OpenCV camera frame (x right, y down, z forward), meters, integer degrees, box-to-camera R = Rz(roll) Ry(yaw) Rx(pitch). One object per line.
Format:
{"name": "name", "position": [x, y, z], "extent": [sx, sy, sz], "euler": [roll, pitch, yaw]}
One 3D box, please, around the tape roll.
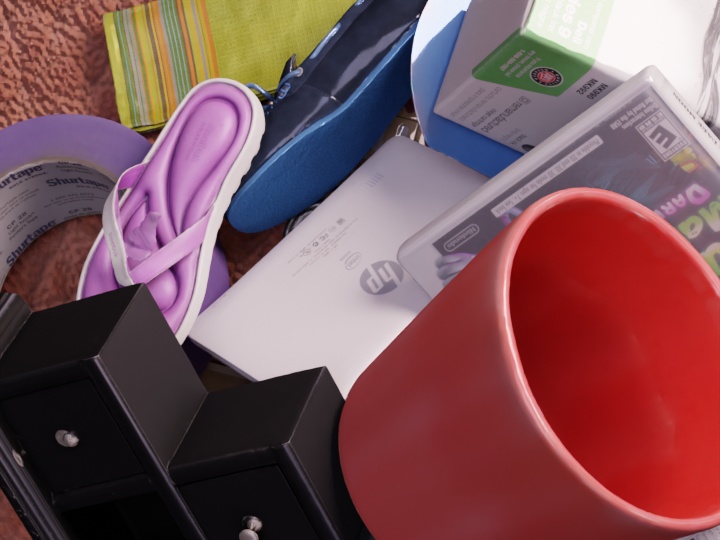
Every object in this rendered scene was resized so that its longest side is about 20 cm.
{"name": "tape roll", "position": [-0.190, 0.007, 1.358], "extent": [0.199, 0.085, 0.201], "euler": [-6, 65, 12]}

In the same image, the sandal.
{"name": "sandal", "position": [-0.125, -0.032, 1.282], "extent": [0.082, 0.050, 0.204], "euler": [14, 73, 22]}

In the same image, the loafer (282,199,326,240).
{"name": "loafer", "position": [0.042, -0.006, 1.343], "extent": [0.199, 0.070, 0.068], "euler": [15, 87, 14]}

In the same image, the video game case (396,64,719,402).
{"name": "video game case", "position": [0.149, 0.005, 1.213], "extent": [0.200, 0.023, 0.182], "euler": [-36, 103, 31]}

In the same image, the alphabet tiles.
{"name": "alphabet tiles", "position": [-0.017, -0.131, 1.400], "extent": [0.199, 0.008, 0.168], "euler": [17, 89, 14]}

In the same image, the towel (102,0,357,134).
{"name": "towel", "position": [-0.073, -0.156, 1.403], "extent": [0.199, 0.018, 0.087], "euler": [-15, 83, 11]}

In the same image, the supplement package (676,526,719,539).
{"name": "supplement package", "position": [0.194, 0.195, 1.230], "extent": [0.200, 0.152, 0.151], "euler": [-37, 101, 7]}

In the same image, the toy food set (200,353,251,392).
{"name": "toy food set", "position": [-0.121, 0.145, 1.351], "extent": [0.143, 0.060, 0.201], "euler": [13, 79, 21]}

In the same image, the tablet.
{"name": "tablet", "position": [0.000, 0.000, 1.302], "extent": [0.130, 0.014, 0.200], "euler": [30, 64, 38]}

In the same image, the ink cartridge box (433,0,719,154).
{"name": "ink cartridge box", "position": [0.166, -0.110, 1.246], "extent": [0.199, 0.146, 0.084], "euler": [23, 69, -12]}

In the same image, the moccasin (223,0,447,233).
{"name": "moccasin", "position": [-0.021, -0.109, 1.353], "extent": [0.200, 0.080, 0.068], "euler": [-43, 60, -2]}

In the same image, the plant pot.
{"name": "plant pot", "position": [0.094, 0.079, 1.158], "extent": [0.177, 0.200, 0.201], "euler": [-34, 77, 42]}

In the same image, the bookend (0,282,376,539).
{"name": "bookend", "position": [-0.100, 0.097, 1.205], "extent": [0.199, 0.092, 0.199], "euler": [-14, 117, 26]}

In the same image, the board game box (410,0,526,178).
{"name": "board game box", "position": [0.121, -0.113, 1.334], "extent": [0.199, 0.039, 0.159], "euler": [26, 70, -11]}
